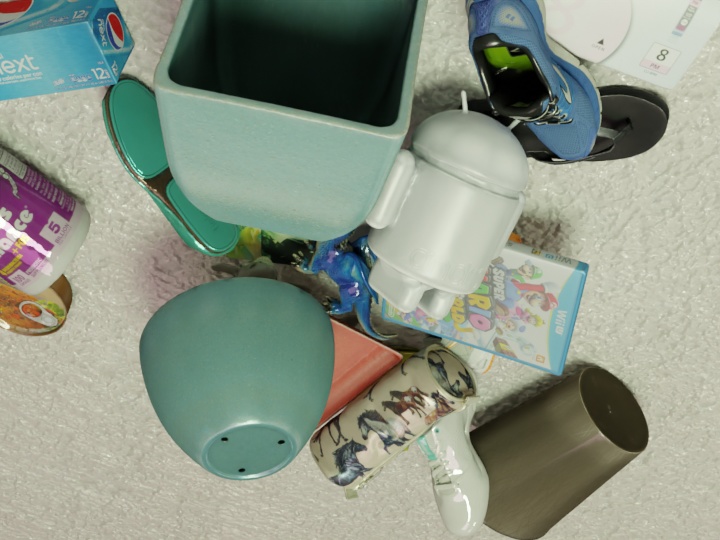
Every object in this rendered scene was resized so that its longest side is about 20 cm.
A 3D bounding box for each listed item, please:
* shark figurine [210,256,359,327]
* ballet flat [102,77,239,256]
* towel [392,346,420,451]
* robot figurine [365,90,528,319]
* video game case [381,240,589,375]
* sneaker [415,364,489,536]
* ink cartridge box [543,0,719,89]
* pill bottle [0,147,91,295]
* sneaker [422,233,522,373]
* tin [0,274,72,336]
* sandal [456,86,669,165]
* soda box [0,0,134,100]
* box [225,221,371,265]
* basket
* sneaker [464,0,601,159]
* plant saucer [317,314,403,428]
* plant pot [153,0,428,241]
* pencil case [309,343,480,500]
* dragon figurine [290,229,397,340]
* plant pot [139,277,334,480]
[{"bbox_3d":[-0.096,0.057,1.196,0.128,0.090,0.214,3,156,34],"label":"shark figurine"},{"bbox_3d":[-0.195,-0.096,1.069,0.201,0.067,0.070,56,159,-13],"label":"ballet flat"},{"bbox_3d":[0.026,0.160,1.341,0.085,0.018,0.201,3,135,-1],"label":"towel"},{"bbox_3d":[0.080,-0.058,0.973,0.169,0.113,0.201,11,108,-42],"label":"robot figurine"},{"bbox_3d":[0.119,0.022,1.085,0.199,0.018,0.144,17,133,15],"label":"video game case"},{"bbox_3d":[0.094,0.207,1.242,0.075,0.201,0.088,-11,170,37],"label":"sneaker"},{"bbox_3d":[0.227,-0.254,0.858,0.162,0.057,0.200,18,140,-8],"label":"ink cartridge box"},{"bbox_3d":[-0.387,-0.071,1.103,0.200,0.113,0.112,38,130,-27],"label":"pill bottle"},{"bbox_3d":[0.115,0.033,1.156,0.091,0.076,0.201,14,135,2],"label":"sneaker"},{"bbox_3d":[-0.426,0.005,1.243,0.200,0.042,0.112,36,134,-25],"label":"tin"},{"bbox_3d":[0.184,-0.124,1.000,0.199,0.043,0.076,-3,135,13],"label":"sandal"},{"bbox_3d":[-0.316,-0.203,0.990,0.199,0.064,0.068,-6,134,15],"label":"soda box"},{"bbox_3d":[-0.043,-0.062,1.109,0.199,0.036,0.145,7,136,4],"label":"box"},{"bbox_3d":[0.231,0.213,1.280,0.180,0.137,0.200,27,130,-26],"label":"basket"},{"bbox_3d":[0.138,-0.149,0.892,0.078,0.090,0.200,-9,144,35],"label":"sneaker"},{"bbox_3d":[-0.090,0.102,1.167,0.199,0.037,0.199,29,123,-35],"label":"plant saucer"},{"bbox_3d":[-0.061,-0.135,0.932,0.195,0.197,0.200,11,142,-2],"label":"plant pot"},{"bbox_3d":[0.038,0.164,1.187,0.200,0.078,0.090,-41,73,24],"label":"pencil case"},{"bbox_3d":[0.000,0.000,1.079,0.099,0.059,0.201,-16,116,40],"label":"dragon figurine"},{"bbox_3d":[-0.115,0.124,1.060,0.199,0.135,0.201,-7,136,-7],"label":"plant pot"}]
